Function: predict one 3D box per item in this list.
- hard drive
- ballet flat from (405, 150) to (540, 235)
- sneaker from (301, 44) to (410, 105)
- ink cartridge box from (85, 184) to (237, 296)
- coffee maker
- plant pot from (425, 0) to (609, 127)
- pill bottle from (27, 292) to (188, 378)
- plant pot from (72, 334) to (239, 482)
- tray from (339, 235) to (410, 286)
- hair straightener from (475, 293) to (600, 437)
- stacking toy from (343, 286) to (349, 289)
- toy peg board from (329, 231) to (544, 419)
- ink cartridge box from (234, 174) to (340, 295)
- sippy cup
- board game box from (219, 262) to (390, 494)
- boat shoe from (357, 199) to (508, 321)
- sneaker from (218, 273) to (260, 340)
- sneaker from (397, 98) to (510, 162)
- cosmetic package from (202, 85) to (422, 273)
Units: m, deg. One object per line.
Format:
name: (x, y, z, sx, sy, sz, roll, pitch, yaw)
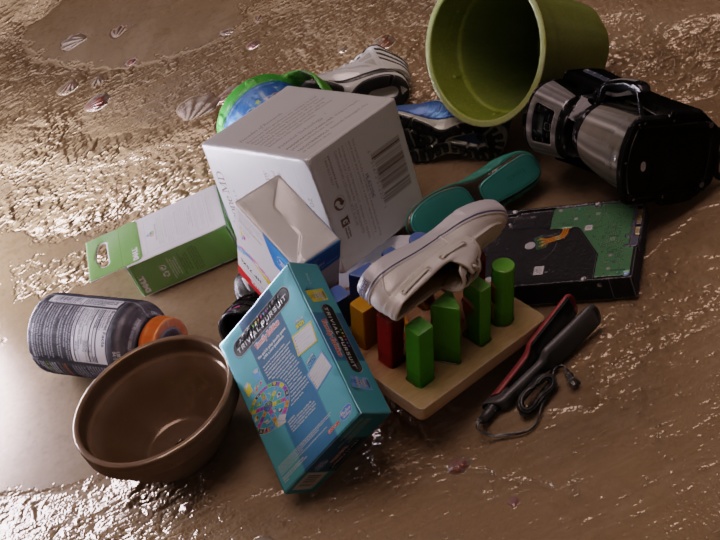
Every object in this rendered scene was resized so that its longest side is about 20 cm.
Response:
hard drive: (0.233, -0.020, 1.705, 0.200, 0.038, 0.140, -6, 41, 23)
ballet flat: (0.136, -0.084, 1.812, 0.200, 0.067, 0.070, -30, 0, -18)
sneaker: (-0.022, -0.272, 2.128, 0.200, 0.076, 0.115, -6, 32, 11)
ink cartridge box: (-0.268, -0.030, 1.972, 0.200, 0.059, 0.104, -23, 37, 2)
coffee maker: (0.324, -0.158, 1.752, 0.200, 0.192, 0.135, 38, 106, 53)
plant pot: (0.222, -0.292, 1.894, 0.190, 0.200, 0.200, -9, 22, -43)
pill bottle: (-0.312, 0.086, 1.821, 0.200, 0.106, 0.106, 5, 46, 32)
plant pot: (-0.222, 0.176, 1.677, 0.200, 0.093, 0.201, -16, 39, 13)
tray: (0.000, 0.000, 1.821, 0.200, 0.022, 0.107, -2, 44, 27)
hair straightener: (0.197, 0.109, 1.570, 0.077, 0.041, 0.200, 22, 57, 44)
stacking toy: (0.033, 0.094, 1.654, 0.085, 0.085, 0.200, -40, 46, -19)
toy peg board: (0.066, 0.031, 1.598, 0.200, 0.098, 0.199, -33, 49, -30)
ink cartridge box: (-0.086, -0.007, 1.707, 0.067, 0.200, 0.116, -35, 67, -20)
sippy cup: (-0.112, -0.184, 2.022, 0.139, 0.178, 0.130, -11, 41, -32)
board game box: (-0.063, 0.116, 1.575, 0.151, 0.047, 0.200, -48, 54, 33)
boat shoe: (0.092, -0.007, 1.529, 0.200, 0.071, 0.070, -29, 59, -32)
sneaker: (-0.129, 0.056, 1.765, 0.077, 0.084, 0.200, -46, 32, 19)
sneaker: (0.112, -0.198, 1.962, 0.200, 0.079, 0.089, 7, 40, 23)
cosmetic package: (-0.057, -0.119, 1.845, 0.200, 0.168, 0.166, 12, 41, 44)
